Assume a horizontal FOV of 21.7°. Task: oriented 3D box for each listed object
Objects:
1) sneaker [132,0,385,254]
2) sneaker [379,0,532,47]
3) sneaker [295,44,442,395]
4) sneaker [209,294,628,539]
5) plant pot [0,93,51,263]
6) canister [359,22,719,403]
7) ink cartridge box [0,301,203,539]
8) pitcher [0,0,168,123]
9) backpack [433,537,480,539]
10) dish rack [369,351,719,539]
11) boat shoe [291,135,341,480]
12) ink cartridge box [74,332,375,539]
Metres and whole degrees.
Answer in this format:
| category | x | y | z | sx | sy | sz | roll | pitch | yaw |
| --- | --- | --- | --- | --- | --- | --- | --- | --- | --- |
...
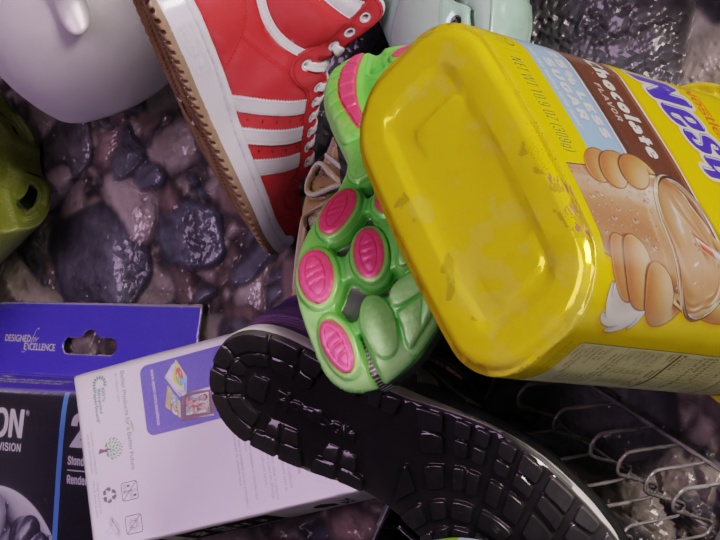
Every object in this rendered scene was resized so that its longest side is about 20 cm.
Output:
| category | x | y | z | sx | sy | sz | roll | pitch | yaw |
| --- | --- | --- | --- | --- | --- | --- | --- | --- | --- |
| sneaker | -0.036 | -0.098 | 0.963 | 0.112 | 0.200 | 0.071 | -31 | 50 | -9 |
| sneaker | 0.083 | -0.150 | 0.885 | 0.200 | 0.074 | 0.118 | -41 | 52 | 43 |
| sneaker | 0.021 | -0.018 | 0.827 | 0.077 | 0.084 | 0.200 | -12 | 40 | 18 |
| sneaker | 0.039 | 0.067 | 0.829 | 0.200 | 0.088 | 0.076 | 32 | 123 | 12 |
| plant pot | -0.299 | -0.032 | 1.169 | 0.190 | 0.200 | 0.200 | -31 | 64 | 21 |
| canister | 0.106 | -0.018 | 0.761 | 0.087 | 0.200 | 0.149 | -43 | 58 | 31 |
| ink cartridge box | -0.178 | 0.116 | 1.115 | 0.198 | 0.043 | 0.200 | -1 | 82 | 43 |
| pitcher | -0.172 | -0.176 | 1.029 | 0.121 | 0.200 | 0.172 | -23 | 28 | 1 |
| backpack | 0.063 | 0.212 | 0.749 | 0.200 | 0.147 | 0.183 | 25 | 114 | 14 |
| dish rack | 0.102 | 0.132 | 0.846 | 0.200 | 0.055 | 0.154 | 34 | 108 | 40 |
| boat shoe | -0.002 | 0.001 | 0.919 | 0.073 | 0.063 | 0.201 | 8 | 80 | 28 |
| ink cartridge box | -0.054 | 0.082 | 0.984 | 0.200 | 0.039 | 0.100 | -15 | 73 | 23 |
